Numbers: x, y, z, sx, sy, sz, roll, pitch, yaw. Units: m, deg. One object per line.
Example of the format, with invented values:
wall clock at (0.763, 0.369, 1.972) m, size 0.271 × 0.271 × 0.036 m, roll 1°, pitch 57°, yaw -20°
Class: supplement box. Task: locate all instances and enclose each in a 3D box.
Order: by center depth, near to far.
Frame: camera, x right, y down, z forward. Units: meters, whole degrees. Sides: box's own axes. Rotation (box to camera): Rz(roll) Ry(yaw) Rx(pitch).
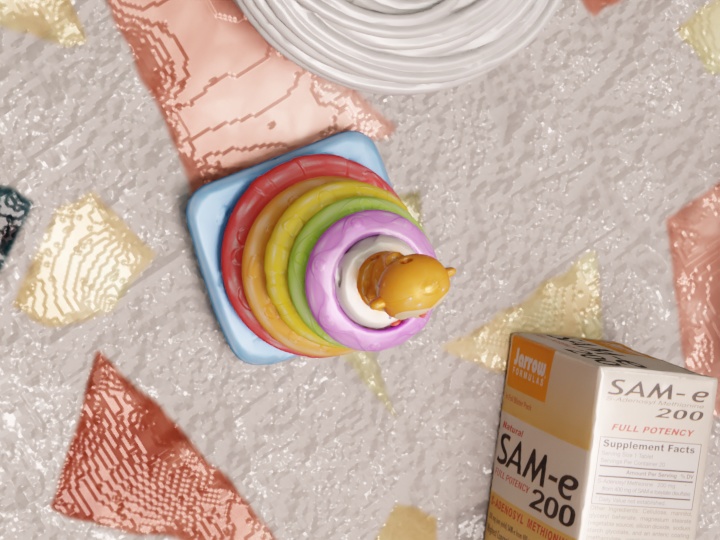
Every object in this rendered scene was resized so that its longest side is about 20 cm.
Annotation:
supplement box at (0.123, 0.142, 1.138) m, size 0.074 × 0.126 × 0.200 m, roll 6°, pitch 94°, yaw -19°

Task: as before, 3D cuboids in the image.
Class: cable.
cable at (0.016, -0.191, 1.089) m, size 0.200 × 0.069 × 0.200 m, roll -33°, pitch 107°, yaw -14°

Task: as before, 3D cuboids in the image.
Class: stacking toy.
stacking toy at (0.000, 0.000, 1.036) m, size 0.116 × 0.200 × 0.110 m, roll -22°, pitch 103°, yaw -17°
